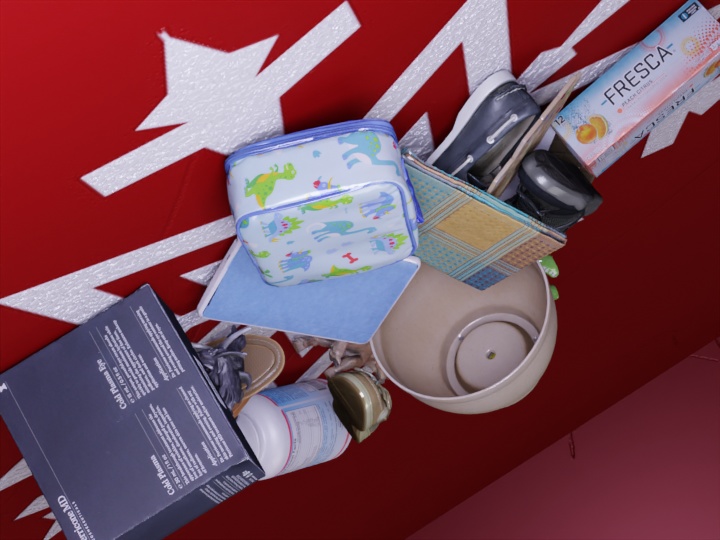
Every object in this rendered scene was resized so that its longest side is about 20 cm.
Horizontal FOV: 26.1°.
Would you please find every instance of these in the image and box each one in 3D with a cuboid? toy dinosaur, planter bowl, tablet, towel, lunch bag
[{"bbox_3d":[0.005,0.065,1.823,0.135,0.086,0.200,-24,156,-23],"label":"toy dinosaur"},{"bbox_3d":[0.124,0.071,1.668,0.200,0.200,0.135,-34,145,4],"label":"planter bowl"},{"bbox_3d":[-0.051,0.015,1.552,0.200,0.014,0.130,11,130,-29],"label":"tablet"},{"bbox_3d":[0.082,-0.047,1.516,0.200,0.022,0.147,25,149,-24],"label":"towel"},{"bbox_3d":[-0.029,-0.057,1.380,0.161,0.083,0.200,-13,159,3],"label":"lunch bag"}]

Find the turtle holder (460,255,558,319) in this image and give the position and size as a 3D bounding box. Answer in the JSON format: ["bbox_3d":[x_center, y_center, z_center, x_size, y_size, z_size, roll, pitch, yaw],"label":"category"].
[{"bbox_3d":[0.146,0.002,1.785,0.132,0.141,0.186,-31,174,-5],"label":"turtle holder"}]

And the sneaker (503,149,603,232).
[{"bbox_3d":[0.185,-0.065,1.628,0.114,0.076,0.199,-43,168,11],"label":"sneaker"}]

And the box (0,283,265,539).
[{"bbox_3d":[-0.221,0.150,1.473,0.182,0.200,0.104,-31,163,-4],"label":"box"}]

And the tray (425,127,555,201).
[{"bbox_3d":[0.119,-0.101,1.644,0.200,0.022,0.107,-20,145,-34],"label":"tray"}]

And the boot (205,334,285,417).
[{"bbox_3d":[-0.152,0.134,1.764,0.200,0.074,0.155,-24,164,15],"label":"boot"}]

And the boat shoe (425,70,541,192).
[{"bbox_3d":[0.108,-0.104,1.532,0.076,0.060,0.200,-20,150,-42],"label":"boat shoe"}]

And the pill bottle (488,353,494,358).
[{"bbox_3d":[0.155,0.085,2.074,0.112,0.113,0.200,-37,162,16],"label":"pill bottle"}]

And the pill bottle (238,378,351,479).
[{"bbox_3d":[-0.107,0.203,1.955,0.200,0.109,0.109,-8,151,-51],"label":"pill bottle"}]

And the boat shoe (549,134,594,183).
[{"bbox_3d":[0.231,-0.116,1.765,0.200,0.072,0.068,105,11,-53],"label":"boat shoe"}]

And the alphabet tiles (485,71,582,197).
[{"bbox_3d":[0.158,-0.110,1.552,0.166,0.006,0.200,-51,174,-29],"label":"alphabet tiles"}]

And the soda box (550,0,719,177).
[{"bbox_3d":[0.297,-0.190,1.627,0.200,0.068,0.064,-40,162,7],"label":"soda box"}]

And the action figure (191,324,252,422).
[{"bbox_3d":[-0.170,0.131,1.595,0.102,0.119,0.200,9,134,-12],"label":"action figure"}]

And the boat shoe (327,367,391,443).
[{"bbox_3d":[0.008,0.148,1.796,0.063,0.073,0.201,-34,163,-11],"label":"boat shoe"}]
